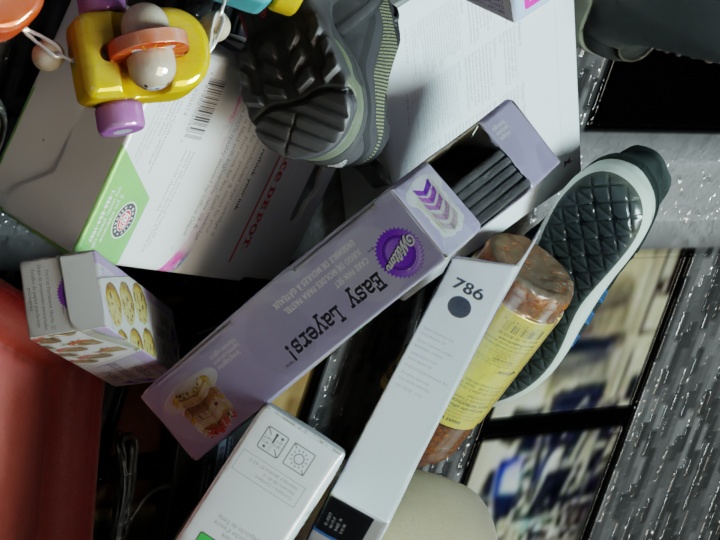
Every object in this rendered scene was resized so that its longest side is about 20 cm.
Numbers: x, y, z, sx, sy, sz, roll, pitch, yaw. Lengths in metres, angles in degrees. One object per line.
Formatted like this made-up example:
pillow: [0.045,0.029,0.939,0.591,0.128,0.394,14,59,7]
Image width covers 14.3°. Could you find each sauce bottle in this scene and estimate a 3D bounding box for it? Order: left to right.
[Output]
sauce bottle: [0.048,0.067,1.690,0.066,0.066,0.200,3,131,-49]

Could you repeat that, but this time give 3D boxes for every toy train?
toy train: [-0.108,-0.151,1.323,0.200,0.150,0.056,-35,-178,-23]

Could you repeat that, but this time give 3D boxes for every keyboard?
keyboard: [-0.103,0.114,1.624,0.127,0.021,0.200,-21,129,-46]

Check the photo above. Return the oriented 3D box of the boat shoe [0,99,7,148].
boat shoe: [-0.220,0.002,1.372,0.072,0.068,0.200,35,84,-52]

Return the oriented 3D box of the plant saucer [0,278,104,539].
plant saucer: [-0.178,0.116,1.426,0.200,0.037,0.200,45,48,-73]

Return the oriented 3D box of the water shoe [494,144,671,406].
water shoe: [0.120,0.007,1.723,0.200,0.072,0.079,-48,173,34]

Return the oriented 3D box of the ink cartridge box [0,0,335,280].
ink cartridge box: [-0.090,-0.063,1.458,0.200,0.067,0.117,9,109,-61]

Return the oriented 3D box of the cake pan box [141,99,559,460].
cake pan box: [0.000,0.000,1.499,0.200,0.052,0.184,-40,-179,27]

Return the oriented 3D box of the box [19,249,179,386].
box: [-0.127,0.026,1.436,0.200,0.039,0.042,54,28,-78]

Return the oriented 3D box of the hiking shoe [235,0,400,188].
hiking shoe: [-0.026,-0.139,1.435,0.101,0.076,0.200,32,49,-63]

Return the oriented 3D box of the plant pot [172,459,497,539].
plant pot: [-0.035,0.186,1.609,0.134,0.200,0.201,27,95,-25]

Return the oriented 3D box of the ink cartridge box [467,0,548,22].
ink cartridge box: [0.110,-0.211,1.548,0.200,0.119,0.042,-37,136,-26]

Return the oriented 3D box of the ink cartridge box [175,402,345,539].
ink cartridge box: [-0.079,0.163,1.442,0.200,0.050,0.109,-58,178,-3]

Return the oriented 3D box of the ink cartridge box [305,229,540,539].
ink cartridge box: [0.031,0.067,1.538,0.200,0.039,0.099,-60,176,-30]

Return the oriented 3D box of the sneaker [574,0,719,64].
sneaker: [0.182,-0.143,1.648,0.075,0.106,0.200,-53,167,-5]

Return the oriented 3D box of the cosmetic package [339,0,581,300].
cosmetic package: [0.055,-0.103,1.619,0.151,0.052,0.200,-32,137,-28]
